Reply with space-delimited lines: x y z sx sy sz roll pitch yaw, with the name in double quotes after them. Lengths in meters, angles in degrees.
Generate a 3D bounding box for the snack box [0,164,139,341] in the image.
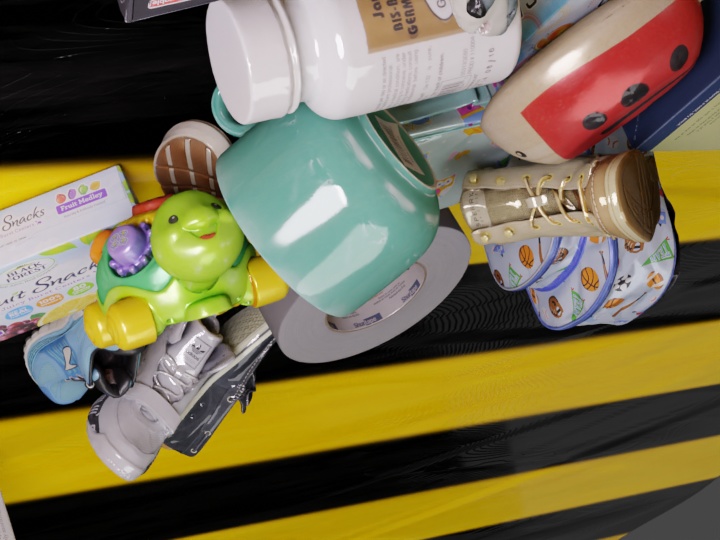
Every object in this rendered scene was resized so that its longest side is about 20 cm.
-0.266 -0.004 1.567 0.200 0.053 0.142 -22 158 -3 "snack box"

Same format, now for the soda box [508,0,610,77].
0.152 -0.222 1.414 0.064 0.068 0.200 -14 160 -43 "soda box"

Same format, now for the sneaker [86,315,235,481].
-0.184 0.106 1.800 0.115 0.075 0.200 -42 -165 25 "sneaker"

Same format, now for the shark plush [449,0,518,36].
0.094 -0.250 1.255 0.083 0.091 0.200 2 107 -41 "shark plush"

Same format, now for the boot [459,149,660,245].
0.153 -0.055 1.526 0.155 0.073 0.200 -5 -174 14 "boot"

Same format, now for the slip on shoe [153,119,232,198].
-0.116 -0.070 1.552 0.061 0.076 0.200 -57 163 -24 "slip on shoe"

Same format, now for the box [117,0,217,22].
-0.053 -0.243 1.196 0.200 0.050 0.199 -15 157 -17 "box"

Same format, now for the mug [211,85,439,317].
-0.024 -0.070 1.415 0.114 0.185 0.152 -38 -160 16 "mug"

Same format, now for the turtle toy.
-0.135 -0.007 1.454 0.146 0.101 0.200 -19 -175 -20 "turtle toy"

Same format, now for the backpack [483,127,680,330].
0.198 -0.045 1.735 0.154 0.191 0.200 -13 159 -23 "backpack"

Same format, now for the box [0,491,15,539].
-0.446 0.314 1.967 0.131 0.199 0.200 -3 153 -39 "box"

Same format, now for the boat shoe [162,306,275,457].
-0.129 0.104 1.891 0.062 0.075 0.200 37 104 -21 "boat shoe"

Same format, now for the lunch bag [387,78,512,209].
0.033 -0.106 1.581 0.200 0.077 0.160 -16 157 -16 "lunch bag"

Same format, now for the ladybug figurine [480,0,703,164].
0.182 -0.147 1.454 0.200 0.072 0.136 -38 170 23 "ladybug figurine"

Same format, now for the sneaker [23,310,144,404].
-0.246 0.081 1.745 0.078 0.090 0.200 -10 159 -29 "sneaker"

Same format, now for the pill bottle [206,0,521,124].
0.001 -0.167 1.342 0.200 0.115 0.114 -15 159 -18 "pill bottle"

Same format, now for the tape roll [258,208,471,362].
0.000 0.000 1.782 0.200 0.066 0.200 -25 153 -13 "tape roll"

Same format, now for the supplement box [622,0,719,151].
0.321 -0.203 1.543 0.200 0.134 0.200 -4 153 -38 "supplement box"
